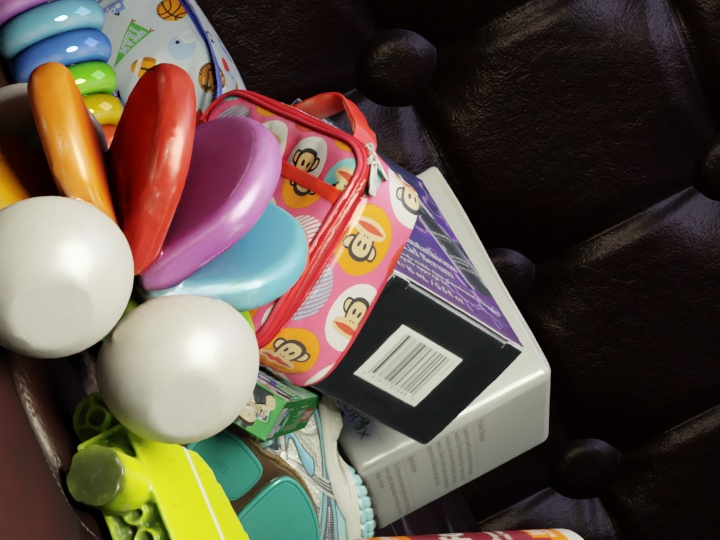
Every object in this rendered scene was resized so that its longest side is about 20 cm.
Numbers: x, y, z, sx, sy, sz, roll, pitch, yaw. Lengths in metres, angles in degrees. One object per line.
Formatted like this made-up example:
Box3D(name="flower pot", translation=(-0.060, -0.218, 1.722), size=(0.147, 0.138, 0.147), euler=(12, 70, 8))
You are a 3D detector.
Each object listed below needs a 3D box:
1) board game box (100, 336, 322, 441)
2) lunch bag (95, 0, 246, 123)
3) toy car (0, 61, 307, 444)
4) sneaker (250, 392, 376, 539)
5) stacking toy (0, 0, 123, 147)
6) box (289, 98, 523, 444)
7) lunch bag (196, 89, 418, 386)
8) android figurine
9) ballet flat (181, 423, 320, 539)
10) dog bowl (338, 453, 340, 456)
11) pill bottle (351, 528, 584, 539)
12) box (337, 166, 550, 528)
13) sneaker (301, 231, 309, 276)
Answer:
Box3D(name="board game box", translation=(-0.097, 0.058, 1.215), size=(0.134, 0.029, 0.200), euler=(30, 0, 6))
Box3D(name="lunch bag", translation=(-0.148, -0.127, 1.600), size=(0.201, 0.123, 0.170), euler=(57, -1, 29))
Box3D(name="toy car", translation=(-0.109, -0.027, 0.971), size=(0.200, 0.150, 0.176), euler=(38, 17, -33))
Box3D(name="sneaker", translation=(-0.056, 0.126, 1.343), size=(0.077, 0.086, 0.202), euler=(-1, -63, 52))
Box3D(name="stacking toy", translation=(-0.189, -0.115, 1.278), size=(0.085, 0.085, 0.202), euler=(26, 44, -85))
Box3D(name="box", translation=(0.000, 0.000, 1.341), size=(0.148, 0.104, 0.201), euler=(30, 23, -43))
Box3D(name="lunch bag", translation=(-0.052, -0.035, 1.244), size=(0.082, 0.177, 0.199), euler=(34, -4, -38))
Box3D(name="android figurine", translation=(-0.095, 0.150, 1.016), size=(0.183, 0.041, 0.200), euler=(65, 5, 17))
Box3D(name="ballet flat", translation=(-0.085, 0.132, 1.249), size=(0.072, 0.068, 0.200), euler=(47, -4, 39))
Box3D(name="dog bowl", translation=(-0.069, 0.102, 1.492), size=(0.200, 0.058, 0.202), euler=(90, -26, -81))
Box3D(name="pill bottle", translation=(0.040, 0.216, 1.153), size=(0.114, 0.198, 0.116), euler=(180, -90, -70))
Box3D(name="box", translation=(0.037, 0.066, 1.543), size=(0.201, 0.170, 0.199), euler=(62, -4, 20))
Box3D(name="sneaker", translation=(-0.108, -0.024, 1.160), size=(0.199, 0.084, 0.076), euler=(25, -65, 45))
